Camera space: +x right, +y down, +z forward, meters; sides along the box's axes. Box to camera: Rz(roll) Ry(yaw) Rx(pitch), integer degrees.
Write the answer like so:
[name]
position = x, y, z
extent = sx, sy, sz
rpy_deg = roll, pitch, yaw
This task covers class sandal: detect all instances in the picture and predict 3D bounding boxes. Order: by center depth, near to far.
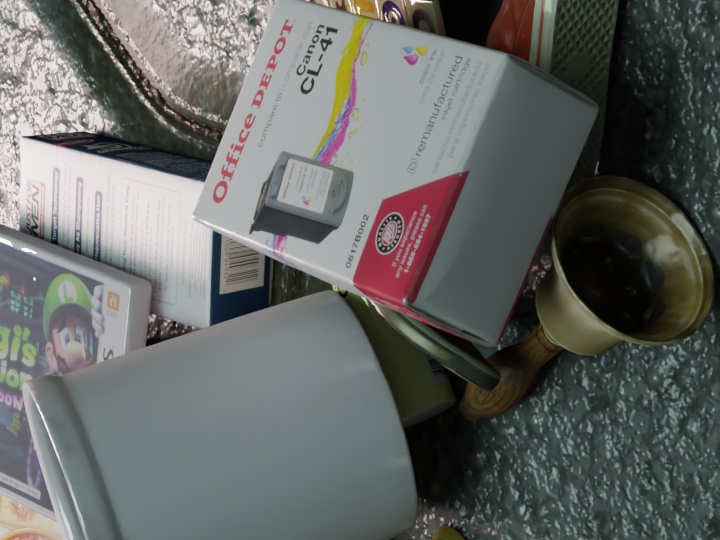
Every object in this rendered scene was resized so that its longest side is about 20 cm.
[sandal]
position = 0.036, -0.012, 1.431
extent = 0.057, 0.080, 0.202
rpy_deg = -40, 46, 20

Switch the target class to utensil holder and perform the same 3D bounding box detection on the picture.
[utensil holder]
position = -0.084, 0.117, 1.476
extent = 0.170, 0.199, 0.171
rpy_deg = 162, 90, -78

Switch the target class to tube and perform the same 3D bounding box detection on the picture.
[tube]
position = 0.000, 0.000, 1.513
extent = 0.058, 0.052, 0.201
rpy_deg = -31, 76, 42

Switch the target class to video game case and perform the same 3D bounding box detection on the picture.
[video game case]
position = -0.223, 0.071, 1.661
extent = 0.199, 0.023, 0.183
rpy_deg = 19, 108, 41

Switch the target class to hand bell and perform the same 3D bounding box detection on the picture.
[hand bell]
position = 0.107, 0.039, 1.407
extent = 0.105, 0.104, 0.200
rpy_deg = 63, 143, 16

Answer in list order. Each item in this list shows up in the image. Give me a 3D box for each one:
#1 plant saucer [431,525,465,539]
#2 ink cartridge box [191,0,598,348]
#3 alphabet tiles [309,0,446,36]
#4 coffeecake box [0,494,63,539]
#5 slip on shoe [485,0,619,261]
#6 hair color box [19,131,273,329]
[plant saucer]
position = 0.051, 0.297, 1.518
extent = 0.200, 0.048, 0.200
rpy_deg = 51, 127, 25
[ink cartridge box]
position = 0.015, -0.059, 1.348
extent = 0.199, 0.085, 0.148
rpy_deg = 21, 88, 46
[alphabet tiles]
position = -0.011, -0.190, 1.466
extent = 0.200, 0.006, 0.167
rpy_deg = 22, 129, 57
[coffeecake box]
position = -0.212, 0.155, 1.729
extent = 0.153, 0.073, 0.202
rpy_deg = -8, 90, 45
[slip on shoe]
position = 0.099, -0.096, 1.392
extent = 0.061, 0.074, 0.201
rpy_deg = 26, 111, 49
[hair color box]
position = -0.147, -0.030, 1.643
extent = 0.199, 0.060, 0.101
rpy_deg = 15, 107, 41
